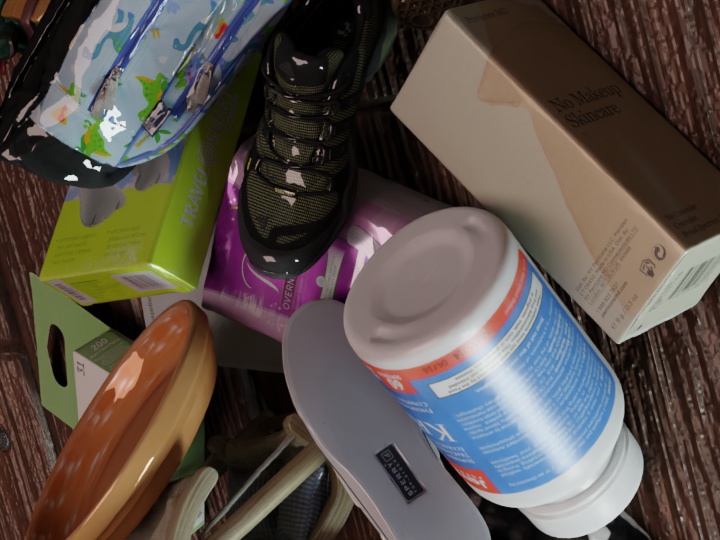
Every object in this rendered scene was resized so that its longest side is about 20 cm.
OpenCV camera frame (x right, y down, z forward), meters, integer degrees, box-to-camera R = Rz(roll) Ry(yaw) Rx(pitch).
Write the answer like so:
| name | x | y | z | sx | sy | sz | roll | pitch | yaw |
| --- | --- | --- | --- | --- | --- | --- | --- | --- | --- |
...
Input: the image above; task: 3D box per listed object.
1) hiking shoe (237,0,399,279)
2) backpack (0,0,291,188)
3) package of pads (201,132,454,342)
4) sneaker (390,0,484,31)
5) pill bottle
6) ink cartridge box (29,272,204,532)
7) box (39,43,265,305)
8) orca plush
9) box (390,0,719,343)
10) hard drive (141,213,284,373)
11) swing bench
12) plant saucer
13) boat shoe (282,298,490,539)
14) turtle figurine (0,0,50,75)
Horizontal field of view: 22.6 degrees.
| name | x | y | z | sx | sy | sz | roll | pitch | yaw |
| --- | --- | --- | --- | --- | --- | --- | --- | --- | --- |
| hiking shoe | -0.038 | -0.097 | 1.084 | 0.075 | 0.101 | 0.202 | 11 | 80 | 19 |
| backpack | -0.125 | -0.156 | 1.103 | 0.152 | 0.163 | 0.201 | 21 | 111 | -6 |
| package of pads | 0.000 | 0.000 | 1.161 | 0.199 | 0.076 | 0.122 | 24 | 115 | 22 |
| sneaker | 0.071 | -0.225 | 1.056 | 0.200 | 0.070 | 0.076 | 121 | 154 | -51 |
| pill bottle | 0.086 | 0.067 | 1.051 | 0.112 | 0.113 | 0.200 | -3 | 138 | 42 |
| ink cartridge box | -0.203 | 0.108 | 1.407 | 0.199 | 0.048 | 0.147 | 28 | 133 | 30 |
| box | -0.137 | -0.080 | 1.218 | 0.121 | 0.048 | 0.202 | -8 | 60 | 44 |
| orca plush | 0.086 | 0.152 | 1.158 | 0.199 | 0.071 | 0.106 | 37 | 126 | 28 |
| box | 0.121 | -0.063 | 1.037 | 0.200 | 0.095 | 0.078 | 47 | 129 | 19 |
| hard drive | -0.086 | 0.005 | 1.295 | 0.199 | 0.027 | 0.133 | 3 | 107 | 42 |
| swing bench | -0.083 | 0.177 | 1.200 | 0.199 | 0.199 | 0.131 | -22 | 90 | 61 |
| plant saucer | -0.152 | 0.113 | 1.187 | 0.037 | 0.201 | 0.200 | 34 | 134 | -15 |
| boat shoe | 0.010 | 0.113 | 1.110 | 0.201 | 0.073 | 0.065 | 63 | 168 | 16 |
| turtle figurine | -0.232 | -0.199 | 1.313 | 0.199 | 0.101 | 0.151 | 9 | 70 | 38 |
